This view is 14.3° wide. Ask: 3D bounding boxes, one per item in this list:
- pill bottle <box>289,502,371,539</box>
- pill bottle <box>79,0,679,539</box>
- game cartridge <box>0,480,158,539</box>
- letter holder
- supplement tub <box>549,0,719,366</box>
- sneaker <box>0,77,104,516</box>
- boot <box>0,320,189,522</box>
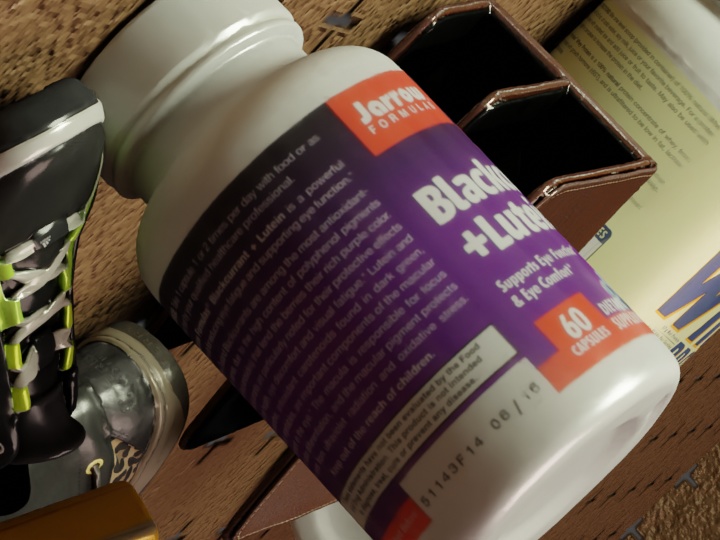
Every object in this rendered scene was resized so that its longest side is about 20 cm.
[{"bbox_3d":[0.052,0.112,1.628,0.112,0.112,0.200,-50,165,27],"label":"pill bottle"},{"bbox_3d":[-0.002,-0.001,0.930,0.111,0.200,0.111,-41,167,-12],"label":"pill bottle"},{"bbox_3d":[-0.175,0.160,0.992,0.200,0.032,0.177,-15,145,-28],"label":"game cartridge"},{"bbox_3d":[0.000,0.000,1.141,0.200,0.101,0.142,-48,169,20],"label":"letter holder"},{"bbox_3d":[0.131,-0.042,1.305,0.200,0.145,0.145,-44,167,7],"label":"supplement tub"},{"bbox_3d":[-0.110,0.018,0.932,0.072,0.083,0.200,-33,164,-37],"label":"sneaker"},{"bbox_3d":[-0.157,0.117,1.125,0.150,0.073,0.200,-26,155,-53],"label":"boot"}]
